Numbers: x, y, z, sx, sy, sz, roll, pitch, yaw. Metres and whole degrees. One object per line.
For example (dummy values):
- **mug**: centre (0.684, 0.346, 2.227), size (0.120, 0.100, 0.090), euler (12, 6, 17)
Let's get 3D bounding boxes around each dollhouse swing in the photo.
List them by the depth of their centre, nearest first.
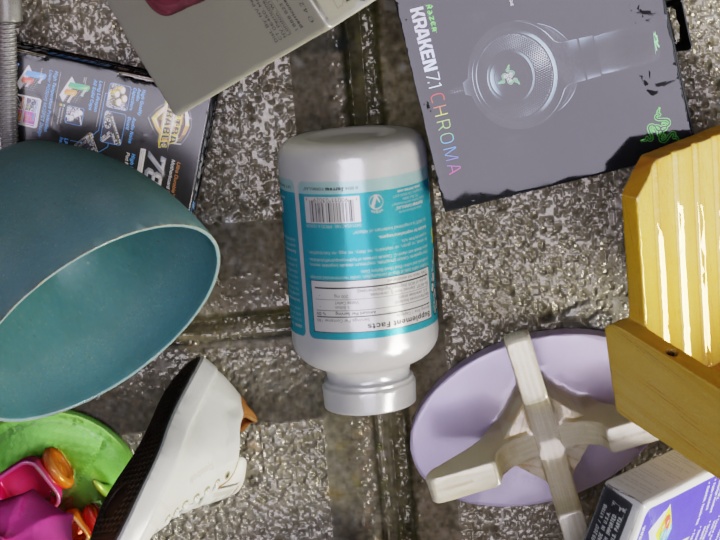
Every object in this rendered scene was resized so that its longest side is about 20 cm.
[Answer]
- **dollhouse swing**: centre (0.289, 0.015, 1.408), size (0.199, 0.181, 0.177), euler (-20, 128, -37)

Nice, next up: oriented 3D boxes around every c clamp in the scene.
- **c clamp**: centre (-0.277, -0.129, 1.468), size (0.169, 0.027, 0.202), euler (7, 100, 2)

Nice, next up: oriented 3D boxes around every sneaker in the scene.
- **sneaker**: centre (-0.127, 0.154, 1.490), size (0.085, 0.201, 0.073), euler (42, 135, -15)

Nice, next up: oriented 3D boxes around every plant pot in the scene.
- **plant pot**: centre (-0.216, -0.011, 1.419), size (0.200, 0.200, 0.135), euler (-41, 67, 9)

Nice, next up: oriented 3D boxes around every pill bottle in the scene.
- **pill bottle**: centre (0.000, 0.000, 1.488), size (0.110, 0.111, 0.202), euler (-3, 102, 3)

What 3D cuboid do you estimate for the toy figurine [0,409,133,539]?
- **toy figurine**: centre (-0.229, 0.219, 1.505), size (0.149, 0.184, 0.201), euler (-32, 100, 8)

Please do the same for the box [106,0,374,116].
- **box**: centre (-0.063, -0.205, 1.389), size (0.199, 0.128, 0.109), euler (-21, 104, 51)

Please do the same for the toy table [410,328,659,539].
- **toy table**: centre (0.135, 0.123, 1.506), size (0.199, 0.117, 0.185), euler (-28, 100, 7)

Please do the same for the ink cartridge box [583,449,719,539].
- **ink cartridge box**: centre (0.222, 0.215, 1.491), size (0.043, 0.199, 0.200), euler (36, 123, 34)

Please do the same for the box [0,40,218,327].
- **box**: centre (-0.220, -0.060, 1.515), size (0.197, 0.050, 0.202), euler (11, 101, 0)

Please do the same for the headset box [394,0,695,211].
- **headset box**: centre (0.136, -0.153, 1.460), size (0.198, 0.093, 0.176), euler (-13, 102, 4)
